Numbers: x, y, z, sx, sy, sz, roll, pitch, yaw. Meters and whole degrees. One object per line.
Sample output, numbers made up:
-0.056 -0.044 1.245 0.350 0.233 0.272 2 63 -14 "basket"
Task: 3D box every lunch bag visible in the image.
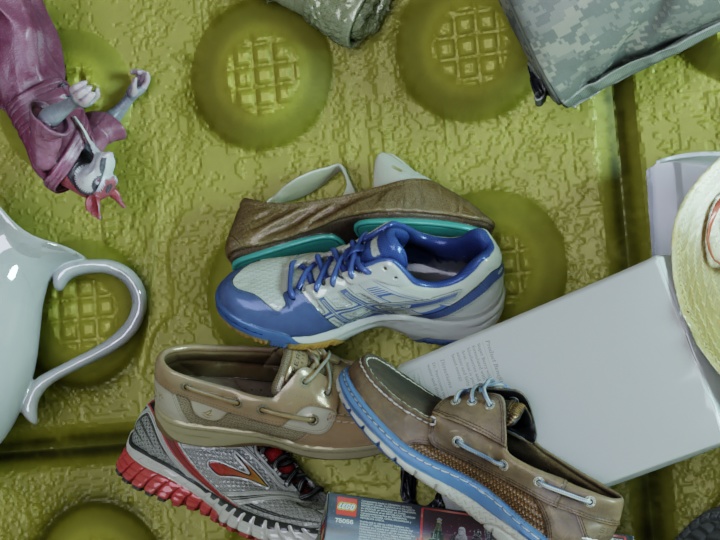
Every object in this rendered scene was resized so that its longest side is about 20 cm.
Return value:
0.177 -0.217 1.223 0.199 0.139 0.169 -24 80 15 "lunch bag"

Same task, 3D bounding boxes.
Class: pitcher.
-0.267 0.057 1.368 0.171 0.121 0.201 27 84 2 "pitcher"

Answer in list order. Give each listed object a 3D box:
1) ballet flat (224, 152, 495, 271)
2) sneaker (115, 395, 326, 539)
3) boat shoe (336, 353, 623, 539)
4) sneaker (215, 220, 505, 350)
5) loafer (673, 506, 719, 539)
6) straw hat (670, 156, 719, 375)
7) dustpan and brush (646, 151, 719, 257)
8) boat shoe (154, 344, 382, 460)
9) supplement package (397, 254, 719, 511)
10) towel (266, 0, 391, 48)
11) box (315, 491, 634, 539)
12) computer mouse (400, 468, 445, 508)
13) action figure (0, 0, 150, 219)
-0.003 -0.043 1.317 0.199 0.068 0.073 -10 65 20 "ballet flat"
-0.078 0.142 1.315 0.199 0.078 0.083 21 92 17 "sneaker"
0.076 0.106 1.144 0.200 0.072 0.073 37 106 13 "boat shoe"
0.000 0.000 1.263 0.198 0.088 0.076 -3 49 -4 "sneaker"
0.226 0.254 1.227 0.069 0.075 0.201 20 89 -20 "loafer"
0.282 0.017 1.153 0.199 0.085 0.203 1 72 -2 "straw hat"
0.296 -0.013 1.227 0.199 0.057 0.141 -2 98 23 "dustpan and brush"
-0.043 0.084 1.282 0.198 0.072 0.065 0 130 -4 "boat shoe"
0.149 0.079 1.204 0.199 0.120 0.122 -24 80 29 "supplement package"
-0.014 -0.276 1.340 0.148 0.036 0.201 30 96 17 "towel"
0.065 0.207 1.206 0.198 0.137 0.040 9 51 -4 "box"
0.062 0.203 1.291 0.058 0.034 0.201 -15 82 17 "computer mouse"
-0.237 -0.119 1.351 0.148 0.134 0.201 -30 76 14 "action figure"
